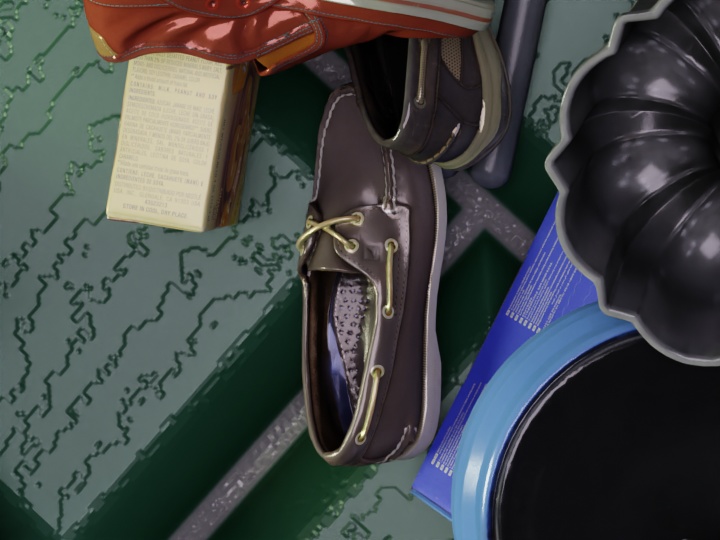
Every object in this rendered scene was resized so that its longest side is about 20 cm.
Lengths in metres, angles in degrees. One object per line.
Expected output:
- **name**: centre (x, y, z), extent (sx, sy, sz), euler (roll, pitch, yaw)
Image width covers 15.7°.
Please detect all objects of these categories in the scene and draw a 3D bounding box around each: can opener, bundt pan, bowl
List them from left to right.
- **can opener**: centre (0.070, -0.143, 1.326), extent (0.053, 0.067, 0.201), euler (12, 94, 6)
- **bowl**: centre (0.144, 0.111, 1.266), extent (0.200, 0.039, 0.202), euler (-3, 102, -12)
- **bundt pan**: centre (0.188, -0.055, 1.191), extent (0.201, 0.076, 0.203), euler (4, 115, 9)

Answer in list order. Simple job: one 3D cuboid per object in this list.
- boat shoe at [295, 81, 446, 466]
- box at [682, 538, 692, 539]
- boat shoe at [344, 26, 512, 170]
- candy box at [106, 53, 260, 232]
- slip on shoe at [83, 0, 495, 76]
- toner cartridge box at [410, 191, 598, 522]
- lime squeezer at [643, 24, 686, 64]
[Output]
- **boat shoe**: centre (0.000, 0.000, 1.333), extent (0.072, 0.059, 0.201), euler (3, 96, 42)
- **box**: centre (0.202, 0.215, 1.263), extent (0.048, 0.199, 0.159), euler (45, 115, 46)
- **boat shoe**: centre (0.016, -0.147, 1.302), extent (0.074, 0.073, 0.201), euler (-34, 66, 39)
- **candy box**: centre (-0.079, -0.123, 1.318), extent (0.055, 0.115, 0.201), euler (9, 94, 4)
- **slip on shoe**: centre (-0.035, -0.124, 1.234), extent (0.199, 0.074, 0.061), euler (0, 117, -13)
- **toner cartridge box**: centre (0.109, 0.047, 1.318), extent (0.095, 0.043, 0.201), euler (32, 98, 47)
- **lime squeezer**: centre (0.167, -0.113, 1.235), extent (0.200, 0.038, 0.071), euler (-35, 117, 26)
